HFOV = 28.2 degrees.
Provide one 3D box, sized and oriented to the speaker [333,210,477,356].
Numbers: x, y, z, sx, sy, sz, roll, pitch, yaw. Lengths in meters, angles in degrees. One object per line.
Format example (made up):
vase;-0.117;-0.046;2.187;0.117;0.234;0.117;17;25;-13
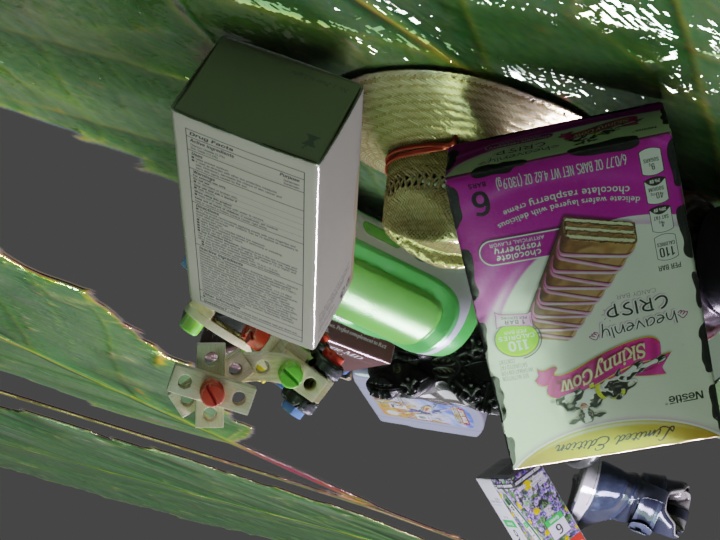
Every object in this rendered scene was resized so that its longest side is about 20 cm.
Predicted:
speaker;0.000;0.000;1.118;0.199;0.089;0.088;26;157;-32

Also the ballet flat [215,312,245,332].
ballet flat;-0.089;0.001;1.229;0.068;0.069;0.200;30;146;-21

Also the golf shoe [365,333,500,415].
golf shoe;0.106;0.096;1.385;0.198;0.079;0.094;7;179;21

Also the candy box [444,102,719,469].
candy box;0.137;0.013;0.872;0.135;0.061;0.202;-11;112;12

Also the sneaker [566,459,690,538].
sneaker;0.333;0.298;1.799;0.145;0.078;0.203;13;161;4

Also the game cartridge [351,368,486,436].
game cartridge;0.072;0.137;1.561;0.132;0.042;0.200;11;162;16

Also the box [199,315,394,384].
box;-0.058;0.051;1.331;0.099;0.076;0.199;23;157;-29

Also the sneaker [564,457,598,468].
sneaker;0.226;0.139;1.440;0.081;0.074;0.200;29;155;0

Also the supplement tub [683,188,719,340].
supplement tub;0.181;0.002;0.978;0.106;0.108;0.199;27;157;-38

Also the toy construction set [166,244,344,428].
toy construction set;-0.086;0.052;1.094;0.131;0.092;0.200;36;-161;-17

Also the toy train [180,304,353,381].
toy train;-0.088;0.072;1.478;0.198;0.034;0.046;21;148;-21

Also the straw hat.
straw hat;0.063;-0.048;0.937;0.199;0.086;0.201;11;162;3

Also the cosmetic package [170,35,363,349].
cosmetic package;-0.059;-0.045;0.934;0.103;0.073;0.201;22;145;11

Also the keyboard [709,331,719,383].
keyboard;0.277;0.027;1.035;0.104;0.040;0.200;34;138;-7

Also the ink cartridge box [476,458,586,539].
ink cartridge box;0.233;0.334;1.809;0.201;0.050;0.109;59;160;-3
